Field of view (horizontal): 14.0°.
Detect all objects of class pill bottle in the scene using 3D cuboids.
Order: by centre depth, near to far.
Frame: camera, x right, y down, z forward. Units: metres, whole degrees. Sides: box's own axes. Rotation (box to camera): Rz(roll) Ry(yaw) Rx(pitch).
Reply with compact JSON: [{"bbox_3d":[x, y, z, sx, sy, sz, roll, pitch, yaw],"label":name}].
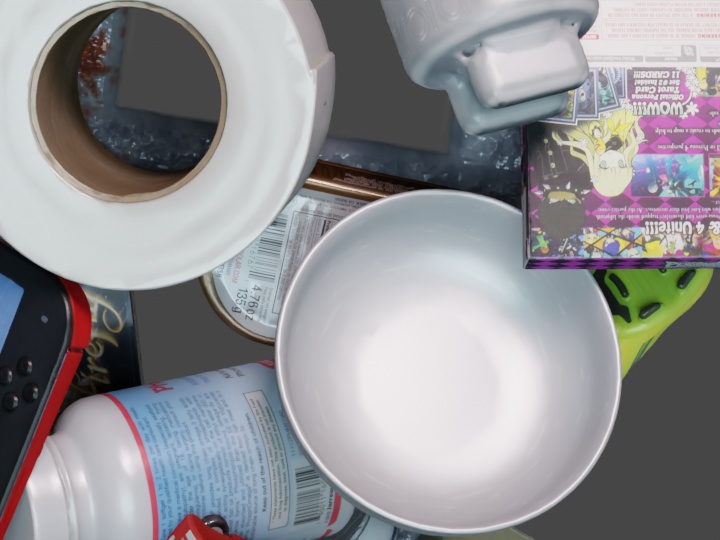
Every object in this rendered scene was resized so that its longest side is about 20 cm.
[{"bbox_3d":[-0.109,0.118,1.684,0.199,0.109,0.109,-10,110,-26],"label":"pill bottle"}]

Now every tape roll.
[{"bbox_3d":[-0.119,-0.097,1.618,0.202,0.139,0.204,0,97,3],"label":"tape roll"}]

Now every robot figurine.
[{"bbox_3d":[0.060,-0.178,1.605,0.112,0.170,0.201,-14,74,-20],"label":"robot figurine"}]

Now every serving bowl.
[{"bbox_3d":[0.044,0.058,1.666,0.199,0.066,0.201,3,73,-11],"label":"serving bowl"}]

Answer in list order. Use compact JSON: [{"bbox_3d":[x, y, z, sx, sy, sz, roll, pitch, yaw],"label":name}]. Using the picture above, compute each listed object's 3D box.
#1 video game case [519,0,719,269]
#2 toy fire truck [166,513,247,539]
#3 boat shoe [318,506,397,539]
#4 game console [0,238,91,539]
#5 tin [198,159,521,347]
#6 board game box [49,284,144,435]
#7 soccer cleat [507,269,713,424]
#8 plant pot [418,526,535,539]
[{"bbox_3d":[0.189,-0.091,1.666,0.199,0.036,0.182,-1,78,-3],"label":"video game case"},{"bbox_3d":[-0.067,0.229,1.683,0.200,0.049,0.141,30,105,-42],"label":"toy fire truck"},{"bbox_3d":[-0.026,0.227,1.781,0.062,0.072,0.200,30,113,-9],"label":"boat shoe"},{"bbox_3d":[-0.248,0.053,1.642,0.200,0.031,0.178,29,97,34],"label":"game console"},{"bbox_3d":[0.000,0.000,1.727,0.199,0.042,0.112,11,111,-6],"label":"tin"},{"bbox_3d":[-0.193,0.097,1.747,0.135,0.035,0.201,-6,108,-1],"label":"board game box"},{"bbox_3d":[0.132,0.053,1.745,0.200,0.065,0.084,-43,148,-1],"label":"soccer cleat"},{"bbox_3d":[0.080,0.292,1.748,0.199,0.200,0.177,32,115,-12],"label":"plant pot"}]
